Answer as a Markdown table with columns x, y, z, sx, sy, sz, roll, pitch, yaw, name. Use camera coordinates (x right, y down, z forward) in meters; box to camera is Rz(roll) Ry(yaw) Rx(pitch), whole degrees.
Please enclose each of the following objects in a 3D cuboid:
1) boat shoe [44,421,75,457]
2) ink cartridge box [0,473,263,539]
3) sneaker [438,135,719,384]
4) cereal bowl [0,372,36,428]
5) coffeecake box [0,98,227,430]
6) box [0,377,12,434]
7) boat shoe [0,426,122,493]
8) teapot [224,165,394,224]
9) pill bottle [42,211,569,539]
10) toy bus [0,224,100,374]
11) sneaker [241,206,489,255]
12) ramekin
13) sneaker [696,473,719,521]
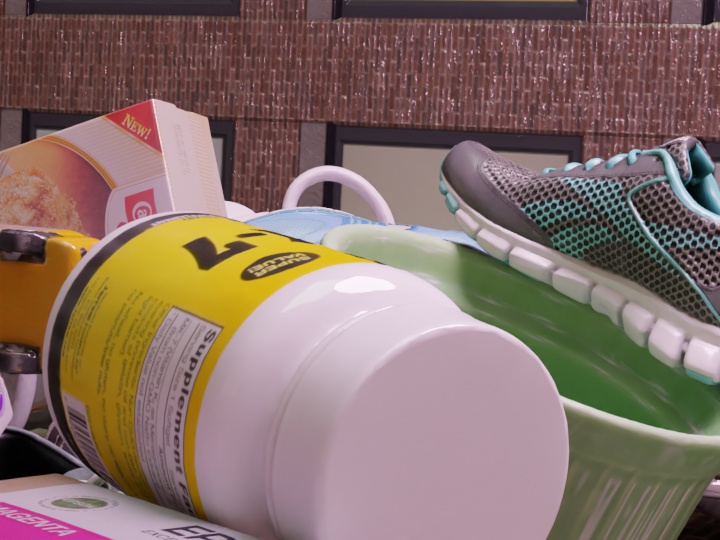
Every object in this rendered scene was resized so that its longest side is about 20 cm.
| x | y | z | sx | sy | sz | roll | pitch | yaw | name |
| --- | --- | --- | --- | --- | --- | --- | --- | --- | --- |
| -0.058 | 0.097 | 0.838 | 0.197 | 0.074 | 0.063 | 9 | 3 | 1 | boat shoe |
| -0.103 | 0.115 | 0.495 | 0.164 | 0.076 | 0.199 | -2 | 5 | -42 | ink cartridge box |
| 0.126 | -0.025 | 0.811 | 0.199 | 0.092 | 0.077 | 31 | 14 | 31 | sneaker |
| -0.267 | 0.075 | 0.908 | 0.197 | 0.084 | 0.200 | 2 | 4 | 0 | cereal bowl |
| -0.175 | 0.005 | 1.032 | 0.198 | 0.155 | 0.073 | -16 | -10 | 20 | coffeecake box |
| -0.185 | 0.086 | 0.680 | 0.041 | 0.039 | 0.200 | -10 | 19 | 8 | box |
| -0.121 | 0.106 | 0.708 | 0.072 | 0.063 | 0.199 | 0 | 4 | -30 | boat shoe |
| -0.102 | 0.016 | 1.139 | 0.196 | 0.148 | 0.199 | -14 | 0 | 38 | teapot |
| -0.024 | 0.047 | 0.609 | 0.113 | 0.116 | 0.199 | 1 | 9 | -33 | pill bottle |
| -0.201 | 0.009 | 0.858 | 0.198 | 0.066 | 0.078 | 5 | 3 | 28 | toy bus |
| 0.000 | 0.000 | 0.928 | 0.197 | 0.079 | 0.090 | 0 | -6 | 10 | sneaker |
| 0.057 | 0.067 | 0.757 | 0.198 | 0.099 | 0.200 | 22 | 13 | -6 | ramekin |
| 0.175 | 0.076 | 0.899 | 0.199 | 0.077 | 0.075 | 31 | 4 | -34 | sneaker |
